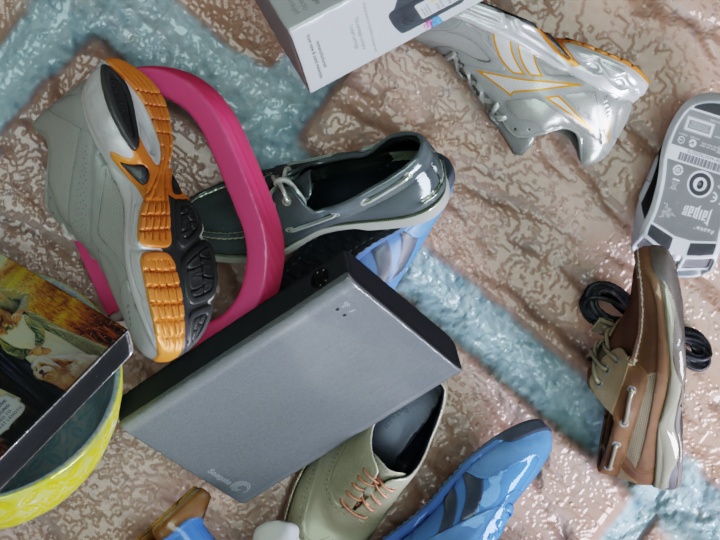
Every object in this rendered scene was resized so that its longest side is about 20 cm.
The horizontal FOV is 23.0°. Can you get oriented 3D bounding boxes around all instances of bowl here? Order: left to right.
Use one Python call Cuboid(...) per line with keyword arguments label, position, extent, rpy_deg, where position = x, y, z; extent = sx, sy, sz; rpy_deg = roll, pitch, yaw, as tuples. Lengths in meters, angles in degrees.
Cuboid(label="bowl", position=(-0.257, 0.107, 1.212), extent=(0.198, 0.201, 0.108), rpy_deg=(-8, 140, -7))

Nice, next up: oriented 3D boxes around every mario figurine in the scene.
Cuboid(label="mario figurine", position=(-0.073, 0.248, 1.275), extent=(0.106, 0.123, 0.200), rpy_deg=(-41, 88, -20))

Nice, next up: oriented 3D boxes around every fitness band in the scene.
Cuboid(label="fitness band", position=(-0.132, -0.042, 1.220), extent=(0.143, 0.037, 0.202), rpy_deg=(-26, 85, 24))

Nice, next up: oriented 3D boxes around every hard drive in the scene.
Cuboid(label="hard drive", position=(-0.049, 0.078, 1.220), extent=(0.199, 0.033, 0.139), rpy_deg=(-33, 135, 20))

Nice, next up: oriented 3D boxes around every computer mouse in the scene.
Cuboid(label="computer mouse", position=(0.239, -0.034, 1.311), extent=(0.109, 0.044, 0.202), rpy_deg=(18, 99, -4))

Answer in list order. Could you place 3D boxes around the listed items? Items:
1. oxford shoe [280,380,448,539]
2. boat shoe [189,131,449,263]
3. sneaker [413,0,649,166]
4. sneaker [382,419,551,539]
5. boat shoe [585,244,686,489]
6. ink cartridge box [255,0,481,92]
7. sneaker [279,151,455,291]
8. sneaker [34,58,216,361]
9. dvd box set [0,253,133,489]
Cuboid(label="oxford shoe", position=(-0.001, 0.149, 1.279), extent=(0.070, 0.074, 0.201), rpy_deg=(27, 93, -12))
Cuboid(label="boat shoe", position=(-0.039, -0.058, 1.236), extent=(0.198, 0.062, 0.073), rpy_deg=(-9, 56, 7))
Cuboid(label="sneaker", position=(0.105, -0.135, 1.268), extent=(0.198, 0.076, 0.093), rpy_deg=(21, 97, -8))
Cuboid(label="sneaker", position=(0.076, 0.196, 1.278), extent=(0.200, 0.066, 0.078), rpy_deg=(-43, 64, -3))
Cuboid(label="boat shoe", position=(0.198, 0.075, 1.277), extent=(0.071, 0.076, 0.202), rpy_deg=(0, 119, 8))
Cuboid(label="ink cartridge box", position=(0.014, -0.239, 1.207), extent=(0.199, 0.083, 0.146), rpy_deg=(-29, 64, -4))
Cuboid(label="sneaker", position=(0.000, 0.000, 1.279), extent=(0.200, 0.066, 0.079), rpy_deg=(-48, 140, -12))
Cuboid(label="sneaker", position=(-0.161, -0.031, 1.173), extent=(0.091, 0.075, 0.202), rpy_deg=(-24, 73, 32))
Cuboid(label="dvd box set", position=(-0.272, 0.047, 1.172), extent=(0.199, 0.030, 0.146), rpy_deg=(29, 55, 22))
